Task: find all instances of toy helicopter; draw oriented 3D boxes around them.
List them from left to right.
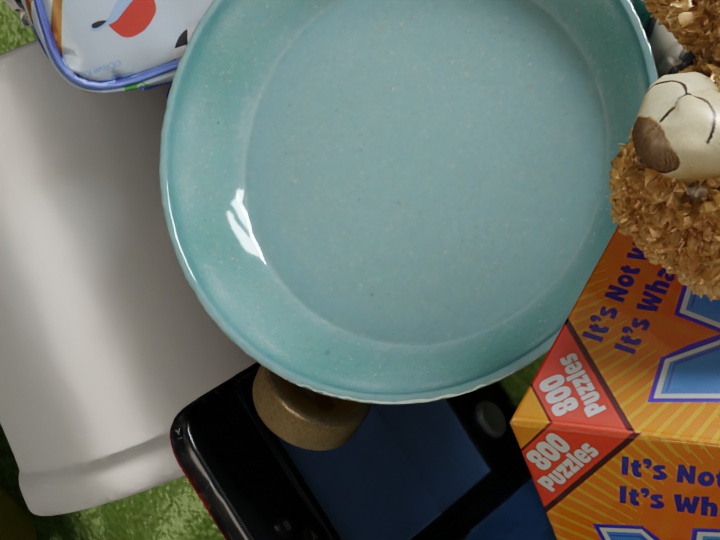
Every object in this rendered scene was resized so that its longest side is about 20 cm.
[{"bbox_3d":[0.000,0.000,0.799,0.132,0.200,0.079,33,129,0],"label":"toy helicopter"}]

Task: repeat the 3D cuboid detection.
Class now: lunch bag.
[{"bbox_3d":[-0.062,-0.160,0.787,0.076,0.199,0.161,-137,28,-73],"label":"lunch bag"}]

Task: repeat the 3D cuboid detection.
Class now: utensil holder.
[{"bbox_3d":[-0.116,-0.011,0.901,0.169,0.170,0.201,-17,97,39],"label":"utensil holder"}]

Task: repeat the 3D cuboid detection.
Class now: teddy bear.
[{"bbox_3d":[0.138,-0.086,0.557,0.200,0.067,0.145,-44,67,16],"label":"teddy bear"}]

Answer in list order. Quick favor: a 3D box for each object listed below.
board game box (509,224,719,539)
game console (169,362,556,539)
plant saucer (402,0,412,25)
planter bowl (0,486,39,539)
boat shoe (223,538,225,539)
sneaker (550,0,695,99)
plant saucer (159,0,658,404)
[{"bbox_3d":[0.202,0.060,0.647,0.199,0.200,0.201,5,135,33],"label":"board game box"},{"bbox_3d":[0.049,0.079,0.800,0.118,0.200,0.173,-34,87,37],"label":"game console"},{"bbox_3d":[0.041,-0.152,0.766,0.069,0.019,0.201,-15,105,-6],"label":"plant saucer"},{"bbox_3d":[-0.237,0.187,1.095,0.083,0.201,0.201,19,128,-15],"label":"planter bowl"},{"bbox_3d":[-0.027,0.232,0.994,0.201,0.068,0.072,56,165,-3],"label":"boat shoe"},{"bbox_3d":[0.126,-0.143,0.698,0.080,0.077,0.201,44,129,23],"label":"sneaker"},{"bbox_3d":[0.020,-0.047,0.730,0.198,0.036,0.202,-3,78,17],"label":"plant saucer"}]
